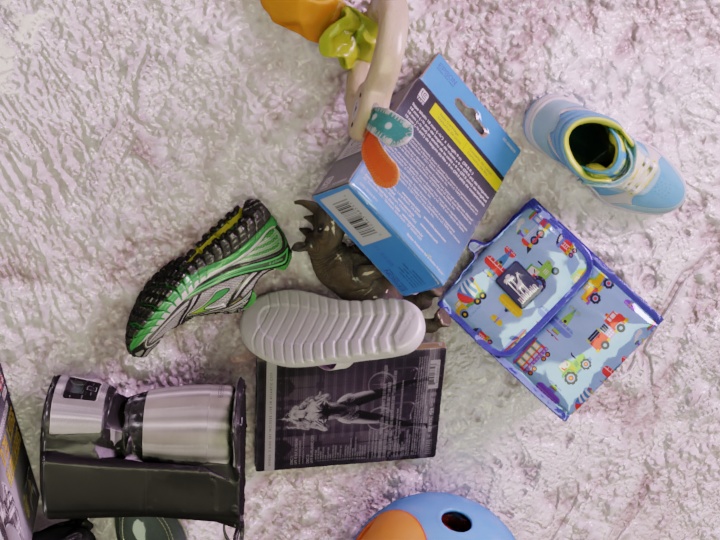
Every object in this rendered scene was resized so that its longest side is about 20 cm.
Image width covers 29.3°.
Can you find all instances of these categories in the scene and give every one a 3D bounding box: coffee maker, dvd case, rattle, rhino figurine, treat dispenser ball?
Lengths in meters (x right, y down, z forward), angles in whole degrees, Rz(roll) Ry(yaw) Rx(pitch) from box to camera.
[{"bbox_3d":[-0.216,0.202,1.381,0.200,0.135,0.193,1,87,-1],"label":"coffee maker"},{"bbox_3d":[-0.012,0.145,1.462,0.200,0.016,0.149,-4,123,-11],"label":"dvd case"},{"bbox_3d":[-0.024,-0.183,1.277,0.143,0.130,0.200,23,59,-27],"label":"rattle"},{"bbox_3d":[0.000,0.000,1.406,0.087,0.060,0.200,-32,113,32],"label":"rhino figurine"},{"bbox_3d":[0.078,0.336,1.460,0.200,0.201,0.201,-3,108,-10],"label":"treat dispenser ball"}]

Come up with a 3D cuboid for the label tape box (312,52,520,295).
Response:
[{"bbox_3d":[0.060,-0.096,1.377,0.144,0.063,0.200,47,53,-20],"label":"label tape box"}]

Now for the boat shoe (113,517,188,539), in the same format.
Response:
[{"bbox_3d":[-0.213,0.326,1.473,0.073,0.062,0.200,-15,109,-4],"label":"boat shoe"}]

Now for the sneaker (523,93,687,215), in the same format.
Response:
[{"bbox_3d":[0.265,-0.101,1.394,0.200,0.131,0.080,25,100,-18],"label":"sneaker"}]

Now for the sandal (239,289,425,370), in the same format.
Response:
[{"bbox_3d":[-0.029,0.067,1.392,0.202,0.083,0.050,3,154,25],"label":"sandal"}]

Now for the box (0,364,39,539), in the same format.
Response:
[{"bbox_3d":[-0.360,0.201,1.330,0.048,0.200,0.159,-13,109,-3],"label":"box"}]

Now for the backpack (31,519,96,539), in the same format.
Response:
[{"bbox_3d":[-0.358,0.357,1.404,0.200,0.135,0.183,-7,129,-3],"label":"backpack"}]

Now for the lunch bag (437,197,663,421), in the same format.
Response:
[{"bbox_3d":[0.190,0.032,1.457,0.200,0.094,0.151,41,97,-8],"label":"lunch bag"}]

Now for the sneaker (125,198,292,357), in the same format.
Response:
[{"bbox_3d":[-0.153,0.023,1.379,0.200,0.078,0.085,-39,113,3],"label":"sneaker"}]
